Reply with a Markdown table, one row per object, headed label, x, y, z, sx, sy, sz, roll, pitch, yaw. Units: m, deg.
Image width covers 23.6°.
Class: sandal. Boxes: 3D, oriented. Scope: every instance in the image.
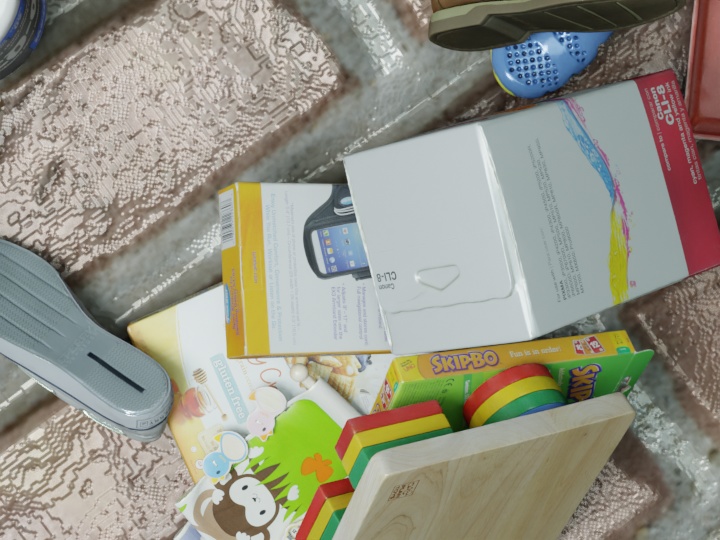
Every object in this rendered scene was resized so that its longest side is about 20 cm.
| label | x | y | z | sx | sy | sz | roll | pitch | yaw |
| --- | --- | --- | --- | --- | --- | --- | --- | --- | --- |
| sandal | 0.171 | -0.206 | 1.243 | 0.079 | 0.087 | 0.200 | 42 | 91 | -7 |

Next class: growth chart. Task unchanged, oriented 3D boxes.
| label | x | y | z | sx | sy | sz | roll | pitch | yaw |
| --- | --- | --- | --- | --- | --- | --- | --- | --- | --- |
| growth chart | -0.061 | 0.173 | 1.247 | 0.145 | 0.018 | 0.200 | 35 | 97 | -23 |

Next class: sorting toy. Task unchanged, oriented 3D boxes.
| label | x | y | z | sx | sy | sz | roll | pitch | yaw |
| --- | --- | --- | --- | --- | --- | --- | --- | --- | --- |
| sorting toy | 0.061 | 0.148 | 1.192 | 0.198 | 0.200 | 0.070 | -11 | 54 | -28 |

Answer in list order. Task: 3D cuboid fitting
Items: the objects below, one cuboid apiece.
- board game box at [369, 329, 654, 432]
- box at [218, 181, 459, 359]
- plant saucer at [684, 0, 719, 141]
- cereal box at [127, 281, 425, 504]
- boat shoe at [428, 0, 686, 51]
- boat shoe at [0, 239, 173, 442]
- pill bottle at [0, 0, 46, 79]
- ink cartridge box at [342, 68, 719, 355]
| label | x | y | z | sx | sy | sz | roll | pitch | yaw |
| --- | --- | --- | --- | --- | --- | --- | --- | --- | --- |
| board game box | 0.106 | 0.087 | 1.227 | 0.199 | 0.096 | 0.030 | -3 | 53 | -20 |
| box | 0.000 | 0.000 | 1.213 | 0.199 | 0.041 | 0.120 | 0 | 83 | -29 |
| plant saucer | 0.339 | -0.188 | 1.279 | 0.199 | 0.037 | 0.200 | 5 | 92 | -6 |
| cereal box | -0.052 | 0.065 | 1.259 | 0.199 | 0.040 | 0.144 | -24 | 95 | -3 |
| boat shoe | 0.130 | -0.201 | 1.186 | 0.199 | 0.072 | 0.068 | -2 | 77 | 36 |
| boat shoe | -0.218 | 0.057 | 1.230 | 0.200 | 0.067 | 0.074 | 40 | 60 | 18 |
| pill bottle | -0.271 | -0.181 | 1.153 | 0.113 | 0.200 | 0.114 | 0 | 93 | -3 |
| ink cartridge box | 0.117 | -0.039 | 1.173 | 0.200 | 0.145 | 0.145 | -19 | 95 | -40 |
